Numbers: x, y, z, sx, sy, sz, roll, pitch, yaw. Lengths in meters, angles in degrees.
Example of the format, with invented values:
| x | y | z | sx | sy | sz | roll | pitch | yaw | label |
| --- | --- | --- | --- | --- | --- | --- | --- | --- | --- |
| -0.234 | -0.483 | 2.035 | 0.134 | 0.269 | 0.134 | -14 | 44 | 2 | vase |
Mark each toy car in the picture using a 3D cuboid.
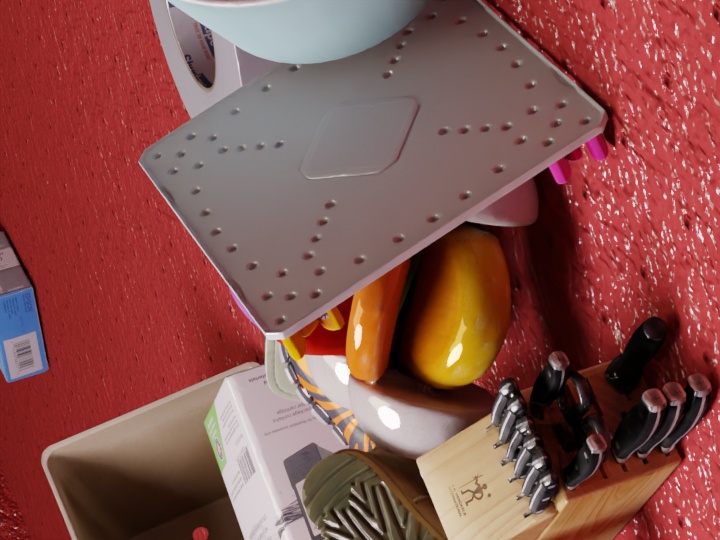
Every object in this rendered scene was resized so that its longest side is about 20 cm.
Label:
| x | y | z | sx | sy | sz | roll | pitch | yaw | label |
| --- | --- | --- | --- | --- | --- | --- | --- | --- | --- |
| 0.000 | 0.000 | 1.267 | 0.200 | 0.149 | 0.176 | -142 | 60 | -67 | toy car |

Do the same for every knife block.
| x | y | z | sx | sy | sz | roll | pitch | yaw | label |
| --- | --- | --- | --- | --- | --- | --- | --- | --- | --- |
| 0.128 | 0.088 | 1.197 | 0.175 | 0.200 | 0.064 | -32 | 69 | 26 | knife block |

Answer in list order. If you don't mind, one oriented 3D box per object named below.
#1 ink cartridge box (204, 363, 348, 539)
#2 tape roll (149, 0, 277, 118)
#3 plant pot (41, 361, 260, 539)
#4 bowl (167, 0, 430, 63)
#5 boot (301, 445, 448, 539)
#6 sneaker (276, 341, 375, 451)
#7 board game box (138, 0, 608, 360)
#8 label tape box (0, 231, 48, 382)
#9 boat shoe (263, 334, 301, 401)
| x | y | z | sx | sy | sz | roll | pitch | yaw | label |
| --- | --- | --- | --- | --- | --- | --- | --- | --- | --- |
| -0.043 | 0.179 | 1.765 | 0.146 | 0.083 | 0.201 | 123 | 128 | -69 | ink cartridge box |
| -0.089 | -0.182 | 1.585 | 0.200 | 0.066 | 0.202 | 162 | 90 | -74 | tape roll |
| -0.131 | 0.230 | 1.945 | 0.177 | 0.199 | 0.201 | 82 | 164 | -65 | plant pot |
| -0.026 | -0.188 | 1.212 | 0.201 | 0.200 | 0.105 | 59 | 179 | 38 | bowl |
| 0.063 | 0.157 | 1.304 | 0.176 | 0.066 | 0.200 | 57 | -161 | 11 | boot |
| 0.021 | 0.088 | 1.504 | 0.201 | 0.077 | 0.112 | 59 | 158 | -1 | sneaker |
| 0.004 | -0.060 | 1.194 | 0.200 | 0.199 | 0.026 | 50 | 170 | 52 | board game box |
| -0.480 | 0.029 | 3.052 | 0.200 | 0.063 | 0.145 | -126 | 24 | -47 | label tape box |
| -0.036 | 0.002 | 1.588 | 0.061 | 0.071 | 0.202 | -92 | 9 | -45 | boat shoe |
